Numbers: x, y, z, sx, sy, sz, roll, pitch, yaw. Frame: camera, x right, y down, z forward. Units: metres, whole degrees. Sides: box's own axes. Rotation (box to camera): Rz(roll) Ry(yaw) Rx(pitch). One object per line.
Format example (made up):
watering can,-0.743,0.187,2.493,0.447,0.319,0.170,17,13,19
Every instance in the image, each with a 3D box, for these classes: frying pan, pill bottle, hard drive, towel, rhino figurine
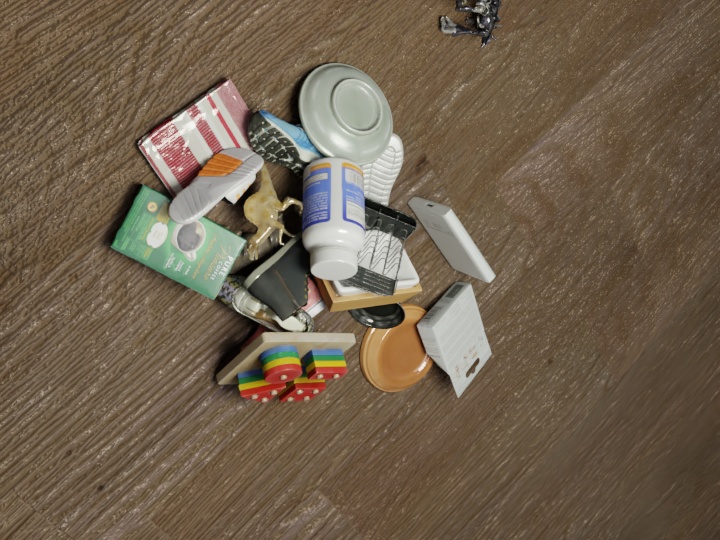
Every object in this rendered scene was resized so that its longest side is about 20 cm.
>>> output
frying pan,-0.001,0.074,1.704,0.190,0.031,0.115,11,142,2
pill bottle,-0.048,-0.089,1.480,0.112,0.112,0.200,18,60,-35
hard drive,0.189,-0.064,1.727,0.026,0.132,0.200,-47,124,-12
towel,-0.272,-0.221,1.454,0.200,0.023,0.144,-39,124,-14
rhino figurine,-0.227,-0.038,1.516,0.200,0.060,0.088,-23,124,-21

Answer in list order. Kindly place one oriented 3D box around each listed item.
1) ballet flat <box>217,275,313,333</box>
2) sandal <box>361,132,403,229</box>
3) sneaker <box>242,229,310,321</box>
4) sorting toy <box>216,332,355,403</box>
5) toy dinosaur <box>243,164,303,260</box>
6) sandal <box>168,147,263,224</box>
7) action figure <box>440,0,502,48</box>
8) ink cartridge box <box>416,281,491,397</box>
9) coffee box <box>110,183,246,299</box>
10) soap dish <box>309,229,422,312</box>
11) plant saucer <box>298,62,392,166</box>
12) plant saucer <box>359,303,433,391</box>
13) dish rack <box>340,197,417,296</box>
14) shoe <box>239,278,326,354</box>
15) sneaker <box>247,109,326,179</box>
ballet flat,-0.172,0.067,1.519,0.200,0.072,0.072,28,89,-11
sandal,0.027,-0.179,1.643,0.082,0.050,0.203,6,115,-19
sneaker,-0.111,0.004,1.517,0.106,0.075,0.200,46,61,2
sorting toy,-0.136,0.189,1.560,0.198,0.200,0.070,4,60,-36
toy dinosaur,-0.156,-0.117,1.478,0.101,0.058,0.201,8,75,-17
sandal,-0.251,-0.136,1.434,0.207,0.079,0.059,-46,157,-31
action figure,0.214,-0.516,1.625,0.200,0.102,0.119,33,77,-61
ink cartridge box,0.210,0.151,1.835,0.163,0.057,0.200,-45,130,-36
coffee box,-0.311,-0.048,1.433,0.200,0.044,0.123,27,90,-16
soap dish,0.000,0.000,1.619,0.200,0.158,0.081,-7,144,-30
plant saucer,-0.016,-0.292,1.525,0.200,0.050,0.201,8,74,-29
plant saucer,0.092,0.171,1.799,0.200,0.037,0.201,-11,110,-30
dish rack,0.018,-0.045,1.572,0.153,0.200,0.055,21,135,-6
shoe,-0.165,0.083,1.593,0.200,0.071,0.091,-37,106,-10
sneaker,-0.127,-0.236,1.513,0.200,0.078,0.090,32,50,-45
